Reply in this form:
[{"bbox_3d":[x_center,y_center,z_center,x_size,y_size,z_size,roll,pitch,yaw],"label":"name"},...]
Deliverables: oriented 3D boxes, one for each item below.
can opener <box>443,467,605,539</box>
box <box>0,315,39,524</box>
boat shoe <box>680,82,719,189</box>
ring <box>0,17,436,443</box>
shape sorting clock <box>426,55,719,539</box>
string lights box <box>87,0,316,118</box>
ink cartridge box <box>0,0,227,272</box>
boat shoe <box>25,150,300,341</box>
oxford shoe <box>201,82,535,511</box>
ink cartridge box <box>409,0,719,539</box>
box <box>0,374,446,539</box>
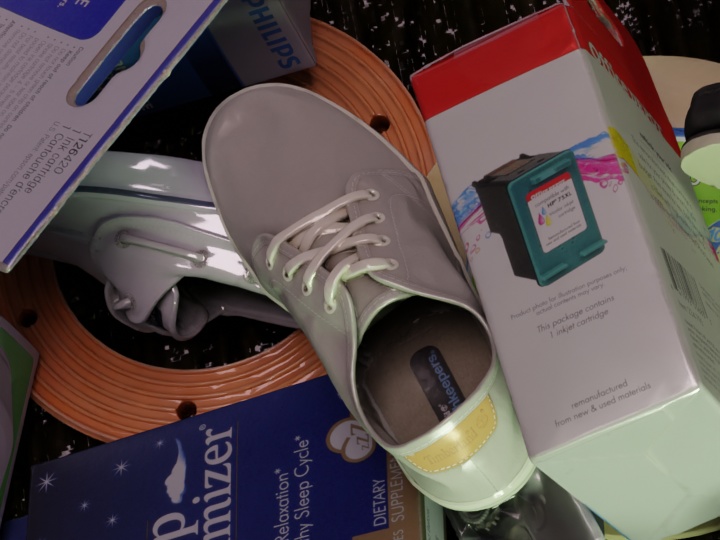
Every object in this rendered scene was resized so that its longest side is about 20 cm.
[{"bbox_3d":[0.091,0.127,1.050,0.053,0.067,0.200,-48,58,37],"label":"can opener"},{"bbox_3d":[-0.239,0.101,1.146,0.176,0.097,0.200,2,68,20],"label":"box"},{"bbox_3d":[0.210,-0.060,1.101,0.201,0.074,0.063,-2,78,-19],"label":"boat shoe"},{"bbox_3d":[-0.063,-0.017,1.209,0.200,0.019,0.201,-4,66,10],"label":"ring"},{"bbox_3d":[0.110,0.009,1.145,0.200,0.039,0.200,-3,73,10],"label":"shape sorting clock"},{"bbox_3d":[-0.123,-0.111,1.220,0.200,0.059,0.103,-16,52,13],"label":"string lights box"},{"bbox_3d":[-0.139,-0.095,1.150,0.200,0.047,0.198,25,68,33],"label":"ink cartridge box"},{"bbox_3d":[-0.073,-0.006,1.155,0.200,0.074,0.065,5,75,22],"label":"boat shoe"},{"bbox_3d":[0.000,0.000,1.069,0.075,0.058,0.200,-37,58,6],"label":"oxford shoe"},{"bbox_3d":[0.083,-0.014,1.063,0.067,0.116,0.200,-24,61,15],"label":"ink cartridge box"},{"bbox_3d":[-0.064,0.110,1.109,0.200,0.032,0.121,-19,44,17],"label":"box"}]
